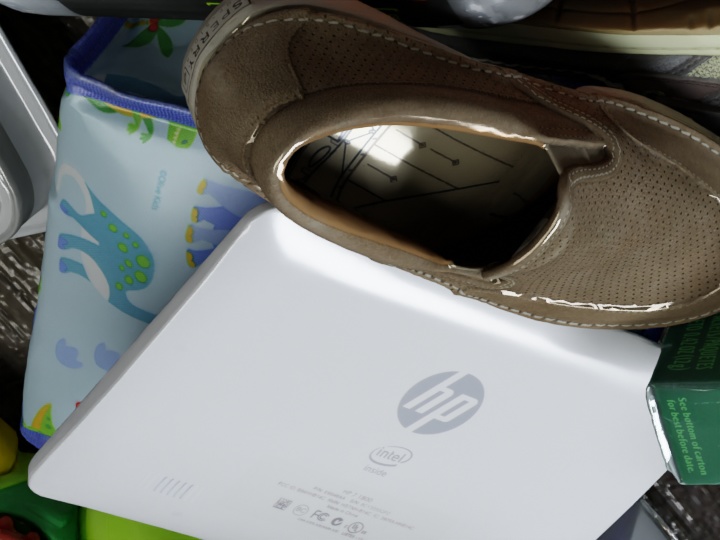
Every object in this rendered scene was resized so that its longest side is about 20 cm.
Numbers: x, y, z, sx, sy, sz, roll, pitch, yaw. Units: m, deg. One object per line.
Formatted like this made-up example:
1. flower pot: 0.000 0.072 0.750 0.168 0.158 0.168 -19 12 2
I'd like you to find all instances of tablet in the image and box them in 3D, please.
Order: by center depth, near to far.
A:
1. tablet: 0.010 0.050 0.867 0.200 0.014 0.130 20 124 -37

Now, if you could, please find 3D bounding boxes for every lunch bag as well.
1. lunch bag: 0.000 0.000 0.908 0.200 0.128 0.170 17 133 3

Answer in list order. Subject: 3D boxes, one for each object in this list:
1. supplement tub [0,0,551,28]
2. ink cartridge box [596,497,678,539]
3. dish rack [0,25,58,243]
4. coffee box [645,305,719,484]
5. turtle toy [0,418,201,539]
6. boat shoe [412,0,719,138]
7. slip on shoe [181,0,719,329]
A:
1. supplement tub: -0.013 -0.131 0.796 0.200 0.123 0.123 4 131 19
2. ink cartridge box: 0.028 0.177 1.003 0.200 0.145 0.083 -21 120 35
3. dish rack: -0.205 -0.065 0.962 0.200 0.044 0.172 -10 117 40
4. coffee box: 0.197 0.009 0.836 0.200 0.123 0.044 -3 126 27
5. turtle toy: -0.125 0.126 1.072 0.200 0.101 0.146 -38 123 12
6. boat shoe: 0.107 -0.067 0.837 0.200 0.073 0.065 5 130 17
7. slip on shoe: 0.043 -0.021 0.777 0.200 0.061 0.076 24 112 -34
